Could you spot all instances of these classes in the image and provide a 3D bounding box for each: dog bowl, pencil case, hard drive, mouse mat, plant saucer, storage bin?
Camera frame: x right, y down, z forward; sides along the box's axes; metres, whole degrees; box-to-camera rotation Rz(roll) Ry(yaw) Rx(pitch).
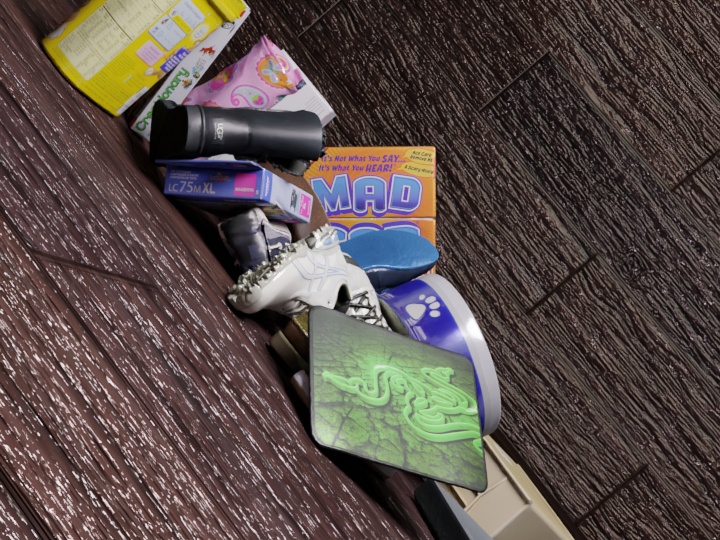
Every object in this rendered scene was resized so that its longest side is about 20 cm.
[{"bbox_3d":[0.083,0.110,1.539,0.200,0.078,0.202,160,-90,-74],"label":"dog bowl"},{"bbox_3d":[-0.167,-0.205,1.642,0.088,0.199,0.087,54,6,-8],"label":"pencil case"},{"bbox_3d":[0.141,0.325,1.428,0.200,0.033,0.140,48,5,-35],"label":"hard drive"},{"bbox_3d":[0.036,0.123,1.262,0.199,0.008,0.162,21,45,-26],"label":"mouse mat"},{"bbox_3d":[-0.100,-0.051,1.646,0.200,0.036,0.202,39,-37,37],"label":"plant saucer"},{"bbox_3d":[0.165,0.286,1.647,0.200,0.094,0.199,46,5,-47],"label":"storage bin"}]

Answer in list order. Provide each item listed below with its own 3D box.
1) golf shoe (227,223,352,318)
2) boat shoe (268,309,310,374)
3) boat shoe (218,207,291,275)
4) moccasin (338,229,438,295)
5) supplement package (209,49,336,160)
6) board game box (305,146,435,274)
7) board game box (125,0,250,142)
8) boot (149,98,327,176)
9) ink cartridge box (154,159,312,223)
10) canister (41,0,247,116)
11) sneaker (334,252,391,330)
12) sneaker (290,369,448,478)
[{"bbox_3d":[-0.061,0.020,1.368,0.098,0.078,0.200,62,31,-3],"label":"golf shoe"},{"bbox_3d":[-0.023,0.100,1.384,0.072,0.068,0.200,48,0,28],"label":"boat shoe"},{"bbox_3d":[-0.110,-0.006,1.509,0.200,0.074,0.094,33,34,-79],"label":"boat shoe"},{"bbox_3d":[0.000,0.000,1.578,0.198,0.069,0.081,-8,46,-29],"label":"moccasin"},{"bbox_3d":[-0.144,-0.199,1.860,0.111,0.200,0.156,50,4,-3],"label":"supplement package"},{"bbox_3d":[0.009,-0.078,1.934,0.200,0.197,0.202,-72,162,-86],"label":"board game box"},{"bbox_3d":[-0.215,-0.260,1.606,0.034,0.200,0.126,35,9,-24],"label":"board game box"},{"bbox_3d":[-0.141,-0.148,1.482,0.166,0.077,0.200,4,2,-24],"label":"boot"},{"bbox_3d":[-0.140,-0.088,1.480,0.200,0.118,0.042,31,64,-72],"label":"ink cartridge box"},{"bbox_3d":[-0.240,-0.276,1.465,0.087,0.200,0.149,51,4,20],"label":"canister"},{"bbox_3d":[0.014,0.072,1.481,0.087,0.075,0.202,-3,-70,57],"label":"sneaker"},{"bbox_3d":[0.016,0.125,1.298,0.070,0.108,0.200,52,4,40],"label":"sneaker"}]
